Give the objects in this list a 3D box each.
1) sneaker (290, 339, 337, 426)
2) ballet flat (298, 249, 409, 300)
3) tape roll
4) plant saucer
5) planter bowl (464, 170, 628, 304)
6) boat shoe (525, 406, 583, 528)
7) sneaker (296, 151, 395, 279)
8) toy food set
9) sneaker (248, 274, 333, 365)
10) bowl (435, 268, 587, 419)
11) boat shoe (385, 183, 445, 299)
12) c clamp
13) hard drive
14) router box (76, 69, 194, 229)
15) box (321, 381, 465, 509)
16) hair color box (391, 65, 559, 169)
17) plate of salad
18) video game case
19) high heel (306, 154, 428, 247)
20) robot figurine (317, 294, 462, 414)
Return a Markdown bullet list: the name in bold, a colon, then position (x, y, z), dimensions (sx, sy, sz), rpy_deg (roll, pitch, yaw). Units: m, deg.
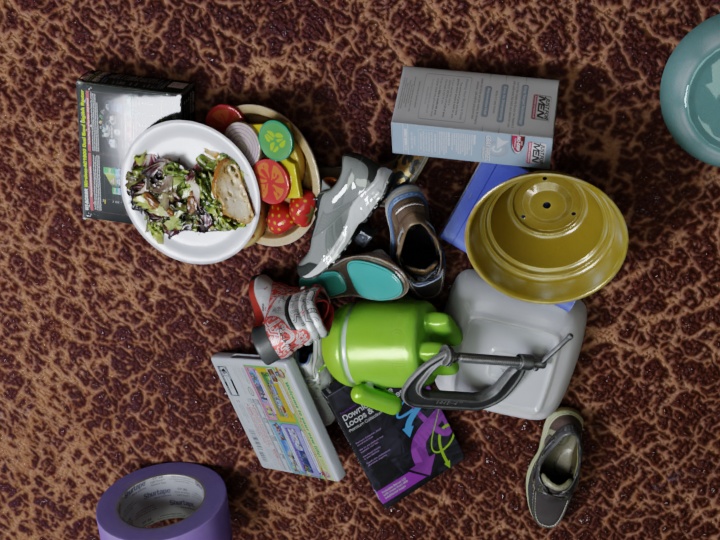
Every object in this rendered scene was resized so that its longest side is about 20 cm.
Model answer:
- **sneaker**: position (-0.073, 0.140, 1.602), dimensions (0.073, 0.087, 0.203), rpy_deg (-6, 114, 13)
- **ballet flat**: position (0.000, 0.000, 1.502), dimensions (0.198, 0.067, 0.069), rpy_deg (0, 120, 43)
- **tape roll**: position (-0.296, 0.382, 1.695), dimensions (0.197, 0.201, 0.086), rpy_deg (0, 116, 12)
- **plant saucer**: position (0.465, -0.213, 1.356), dimensions (0.197, 0.036, 0.203), rpy_deg (5, 115, 9)
- **planter bowl**: position (0.231, -0.060, 1.394), dimensions (0.197, 0.084, 0.202), rpy_deg (6, 129, 7)
- **boat shoe**: position (0.278, 0.294, 1.610), dimensions (0.072, 0.065, 0.203), rpy_deg (7, 116, 7)
- **sneaker**: position (-0.032, -0.071, 1.442), dimensions (0.079, 0.074, 0.201), rpy_deg (35, 123, 0)
- **toy food set**: position (-0.140, -0.125, 1.487), dimensions (0.198, 0.049, 0.201), rpy_deg (1, 110, 33)
- **sneaker**: position (-0.091, 0.049, 1.516), dimensions (0.107, 0.202, 0.068), rpy_deg (-24, 115, 5)
- **bowl**: position (0.202, 0.114, 1.540), dimensions (0.197, 0.075, 0.202), rpy_deg (14, 117, 4)
- **boat shoe**: position (0.074, -0.018, 1.470), dimensions (0.071, 0.073, 0.201), rpy_deg (-18, 138, 4)
- **c clamp**: position (0.154, 0.129, 1.457), dimensions (0.197, 0.027, 0.172), rpy_deg (2, 139, -26)
- **hard drive**: position (0.221, -0.053, 1.467), dimensions (0.198, 0.025, 0.133), rpy_deg (30, 99, -2)
- **router box**: position (-0.304, -0.162, 1.525), dimensions (0.148, 0.062, 0.203), rpy_deg (8, 116, 7)
- **box**: position (0.049, 0.222, 1.606), dimensions (0.142, 0.036, 0.202), rpy_deg (-31, 107, -9)
- **hair color box**: position (0.143, -0.191, 1.390), dimensions (0.197, 0.100, 0.061), rpy_deg (7, 146, 9)
- **plate of salad**: position (-0.228, -0.097, 1.473), dimensions (0.197, 0.048, 0.203), rpy_deg (6, 116, 12)
- **video game case**: position (-0.121, 0.211, 1.632), dimensions (0.181, 0.022, 0.202), rpy_deg (-1, 118, 48)
- **high heel**: position (0.001, -0.140, 1.469), dimensions (0.142, 0.072, 0.201), rpy_deg (37, 118, -3)
- **robot figurine**: position (0.035, 0.099, 1.506), dimensions (0.197, 0.178, 0.116), rpy_deg (-3, 153, 24)
